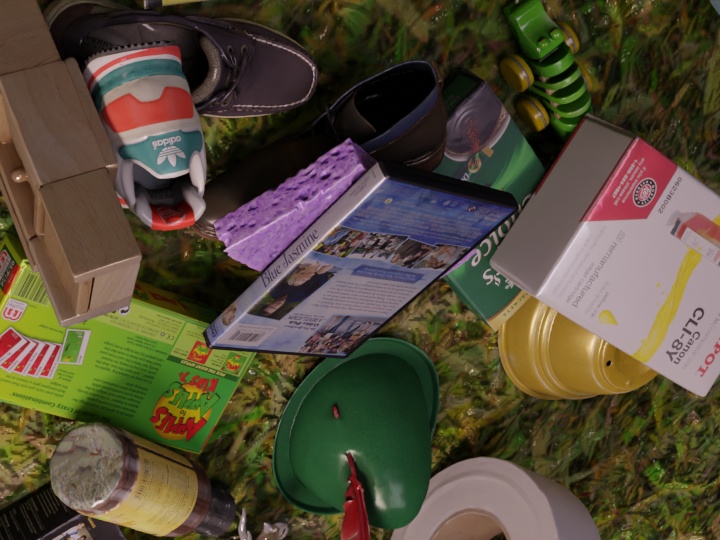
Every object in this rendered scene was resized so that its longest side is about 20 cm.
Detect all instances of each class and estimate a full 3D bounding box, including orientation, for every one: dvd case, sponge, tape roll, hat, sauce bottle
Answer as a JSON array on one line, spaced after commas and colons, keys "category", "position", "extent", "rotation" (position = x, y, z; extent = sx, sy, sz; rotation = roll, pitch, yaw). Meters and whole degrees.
[{"category": "dvd case", "position": [0.000, 0.000, 0.854], "extent": [0.142, 0.018, 0.200], "rotation": [8, 138, -46]}, {"category": "sponge", "position": [-0.004, -0.022, 0.866], "extent": [0.111, 0.030, 0.200], "rotation": [-32, 151, 16]}, {"category": "tape roll", "position": [0.113, 0.269, 1.066], "extent": [0.071, 0.202, 0.203], "rotation": [27, 99, -39]}, {"category": "hat", "position": [0.035, 0.181, 0.982], "extent": [0.165, 0.176, 0.201], "rotation": [-3, 116, -31]}, {"category": "sauce bottle", "position": [-0.151, 0.164, 0.900], "extent": [0.065, 0.065, 0.200], "rotation": [-47, 150, -2]}]

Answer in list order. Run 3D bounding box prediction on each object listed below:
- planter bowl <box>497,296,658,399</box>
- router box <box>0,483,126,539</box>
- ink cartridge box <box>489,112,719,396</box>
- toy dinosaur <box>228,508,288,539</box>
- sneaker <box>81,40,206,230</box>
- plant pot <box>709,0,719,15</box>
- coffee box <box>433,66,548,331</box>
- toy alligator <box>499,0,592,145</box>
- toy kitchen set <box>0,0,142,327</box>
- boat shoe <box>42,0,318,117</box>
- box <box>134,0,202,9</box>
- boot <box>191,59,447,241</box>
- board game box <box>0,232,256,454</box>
[{"category": "planter bowl", "position": [0.229, 0.048, 1.094], "extent": [0.200, 0.083, 0.201], "rotation": [-15, 121, -26]}, {"category": "router box", "position": [-0.238, 0.271, 0.942], "extent": [0.157, 0.052, 0.200], "rotation": [-30, 127, -16]}, {"category": "ink cartridge box", "position": [0.229, -0.009, 0.972], "extent": [0.200, 0.083, 0.145], "rotation": [29, 95, -28]}, {"category": "toy dinosaur", "position": [-0.103, 0.302, 1.016], "extent": [0.102, 0.077, 0.201], "rotation": [24, 80, -38]}, {"category": "sneaker", "position": [-0.135, -0.059, 0.748], "extent": [0.070, 0.094, 0.200], "rotation": [-13, 166, -18]}, {"category": "plant pot", "position": [0.351, -0.256, 0.960], "extent": [0.200, 0.201, 0.135], "rotation": [-5, 152, -30]}, {"category": "coffee box", "position": [0.097, -0.053, 0.983], "extent": [0.123, 0.044, 0.200], "rotation": [-44, 129, -4]}, {"category": "toy alligator", "position": [0.144, -0.169, 0.943], "extent": [0.059, 0.054, 0.200], "rotation": [-37, 128, -10]}, {"category": "toy kitchen set", "position": [-0.248, -0.041, 0.710], "extent": [0.180, 0.200, 0.163], "rotation": [-20, 165, -22]}, {"category": "boat shoe", "position": [-0.109, -0.134, 0.798], "extent": [0.200, 0.065, 0.072], "rotation": [8, 108, -35]}, {"category": "box", "position": [-0.059, -0.214, 0.783], "extent": [0.199, 0.075, 0.050], "rotation": [-15, 124, -26]}, {"category": "boot", "position": [-0.029, -0.088, 0.841], "extent": [0.199, 0.075, 0.097], "rotation": [-23, 157, -14]}, {"category": "board game box", "position": [-0.180, 0.057, 0.867], "extent": [0.200, 0.048, 0.102], "rotation": [23, 102, -38]}]
